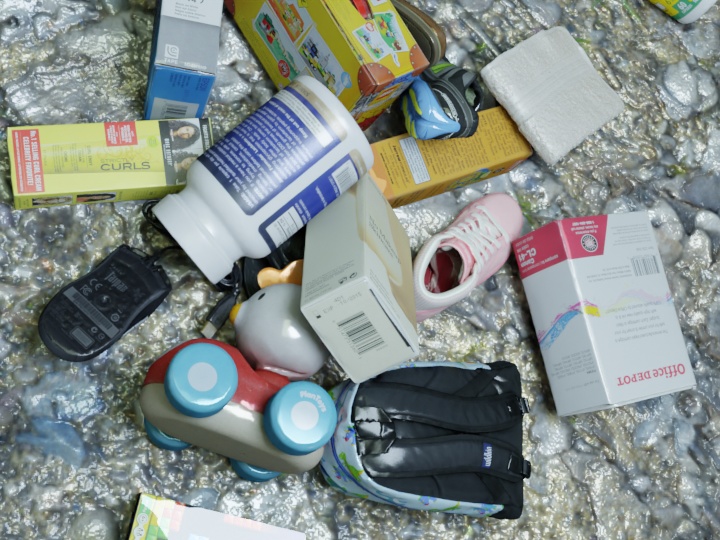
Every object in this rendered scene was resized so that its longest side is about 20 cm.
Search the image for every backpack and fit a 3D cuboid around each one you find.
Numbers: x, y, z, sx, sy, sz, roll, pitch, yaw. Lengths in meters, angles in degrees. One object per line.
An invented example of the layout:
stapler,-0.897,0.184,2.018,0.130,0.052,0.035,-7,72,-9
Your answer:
backpack,0.054,0.165,1.026,0.199,0.153,0.164,8,76,-43

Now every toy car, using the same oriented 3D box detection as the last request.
toy car,-0.097,0.074,0.980,0.176,0.184,0.201,22,64,-10

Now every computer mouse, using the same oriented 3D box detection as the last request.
computer mouse,-0.210,0.036,1.025,0.140,0.046,0.200,38,58,0

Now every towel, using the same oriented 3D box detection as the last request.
towel,0.222,-0.203,1.178,0.133,0.034,0.200,52,43,1

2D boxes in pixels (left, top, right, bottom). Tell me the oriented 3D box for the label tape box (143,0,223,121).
label tape box,-0.176,-0.264,1.054,0.063,0.144,0.202,6,75,-15

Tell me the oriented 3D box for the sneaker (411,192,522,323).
sneaker,0.116,-0.021,1.104,0.200,0.105,0.075,-40,88,-22

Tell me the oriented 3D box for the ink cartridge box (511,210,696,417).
ink cartridge box,0.262,0.045,1.124,0.147,0.085,0.201,-5,78,-36

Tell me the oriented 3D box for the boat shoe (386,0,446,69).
boat shoe,0.026,-0.273,1.109,0.068,0.072,0.200,-29,47,-33

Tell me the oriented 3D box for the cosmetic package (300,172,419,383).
cosmetic package,0.000,0.000,1.003,0.071,0.201,0.105,-26,121,16

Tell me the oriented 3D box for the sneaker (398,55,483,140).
sneaker,0.087,-0.190,1.115,0.082,0.071,0.200,9,32,-9

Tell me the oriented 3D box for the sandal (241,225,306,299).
sandal,-0.075,-0.043,1.081,0.075,0.048,0.202,13,72,-14

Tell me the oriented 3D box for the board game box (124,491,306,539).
board game box,-0.153,0.323,0.963,0.164,0.057,0.201,16,73,-11

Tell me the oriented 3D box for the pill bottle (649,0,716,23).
pill bottle,0.351,-0.400,1.263,0.199,0.113,0.113,33,70,-7

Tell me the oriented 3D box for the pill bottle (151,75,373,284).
pill bottle,-0.095,-0.085,1.005,0.200,0.116,0.116,-40,90,-8

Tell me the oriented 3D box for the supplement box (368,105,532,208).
supplement box,0.085,-0.121,1.139,0.199,0.067,0.069,-21,83,-20

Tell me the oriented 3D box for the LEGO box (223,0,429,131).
LEGO box,-0.041,-0.250,1.081,0.077,0.149,0.201,-29,85,-34

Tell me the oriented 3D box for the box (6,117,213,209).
box,-0.248,-0.109,1.045,0.199,0.050,0.076,-5,79,-17
